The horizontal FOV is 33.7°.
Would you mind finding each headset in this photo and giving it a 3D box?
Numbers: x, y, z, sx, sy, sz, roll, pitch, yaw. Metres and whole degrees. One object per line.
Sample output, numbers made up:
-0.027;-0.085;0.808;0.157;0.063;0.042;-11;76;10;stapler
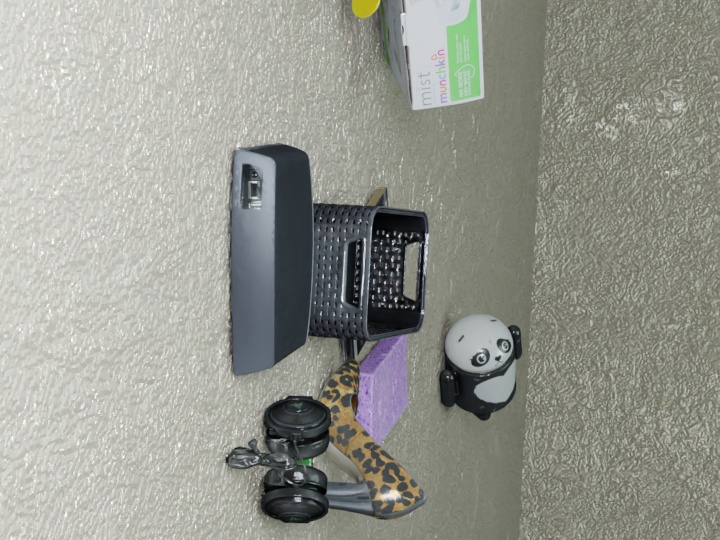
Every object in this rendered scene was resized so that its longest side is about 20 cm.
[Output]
-0.075;0.183;1.150;0.200;0.093;0.125;97;-5;-83;headset

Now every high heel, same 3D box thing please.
0.018;0.184;1.316;0.072;0.141;0.201;77;22;-47;high heel

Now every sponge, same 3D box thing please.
0.028;0.157;1.566;0.200;0.030;0.113;-41;133;-69;sponge

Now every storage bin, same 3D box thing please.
0.000;0.000;1.273;0.200;0.093;0.137;-2;95;-69;storage bin

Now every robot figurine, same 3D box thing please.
0.211;0.169;2.074;0.151;0.124;0.201;-71;159;-45;robot figurine

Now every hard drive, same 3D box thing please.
-0.080;-0.013;1.095;0.135;0.042;0.202;-29;121;-73;hard drive

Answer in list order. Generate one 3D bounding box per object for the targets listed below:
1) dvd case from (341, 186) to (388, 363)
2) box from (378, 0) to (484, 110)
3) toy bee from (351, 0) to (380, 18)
0.006;0.003;1.473;0.200;0.016;0.150;-59;149;-60;dvd case
0.076;-0.320;1.404;0.177;0.096;0.202;-111;-167;-58;box
0.009;-0.329;1.235;0.200;0.108;0.132;-41;134;-70;toy bee
